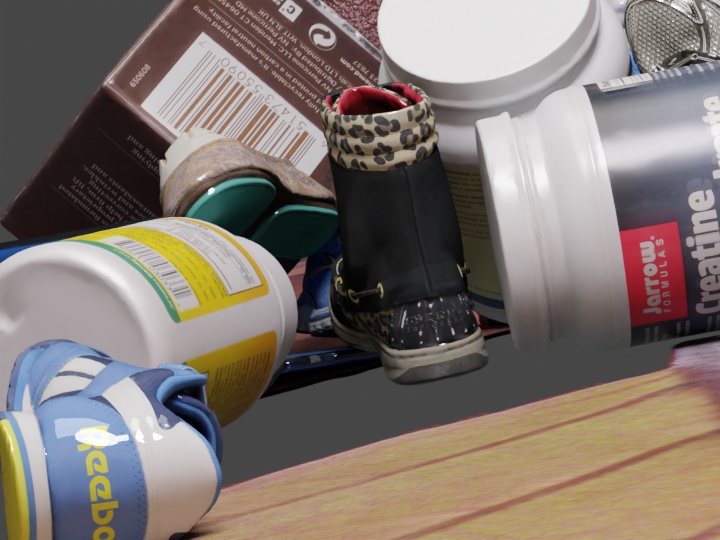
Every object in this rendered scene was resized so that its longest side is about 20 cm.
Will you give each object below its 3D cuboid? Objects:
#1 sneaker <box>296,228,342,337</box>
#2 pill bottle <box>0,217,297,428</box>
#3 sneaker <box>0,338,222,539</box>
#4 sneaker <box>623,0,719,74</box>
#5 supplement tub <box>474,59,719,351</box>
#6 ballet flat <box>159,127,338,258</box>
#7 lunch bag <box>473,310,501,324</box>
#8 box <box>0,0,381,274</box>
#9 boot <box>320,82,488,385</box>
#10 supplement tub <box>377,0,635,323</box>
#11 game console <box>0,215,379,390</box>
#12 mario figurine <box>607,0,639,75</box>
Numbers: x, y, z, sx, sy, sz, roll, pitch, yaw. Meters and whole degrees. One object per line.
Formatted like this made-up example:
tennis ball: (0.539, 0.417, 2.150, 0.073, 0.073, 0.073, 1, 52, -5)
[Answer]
sneaker: (0.000, 0.000, 1.630, 0.078, 0.090, 0.200, 4, 0, -16)
pill bottle: (-0.105, 0.033, 1.266, 0.112, 0.113, 0.200, -9, 4, 21)
sneaker: (-0.093, 0.069, 0.979, 0.082, 0.074, 0.200, -9, 10, -3)
sneaker: (0.205, -0.076, 1.452, 0.078, 0.201, 0.085, -35, -12, 39)
supplement tub: (0.168, -0.036, 1.339, 0.199, 0.141, 0.140, -11, 3, 1)
ballet flat: (-0.075, -0.044, 1.429, 0.068, 0.067, 0.200, -44, -17, 8)
lunch bag: (0.160, -0.016, 1.663, 0.199, 0.076, 0.160, -12, 5, -39)
box: (-0.098, -0.073, 1.660, 0.164, 0.166, 0.200, -55, 7, -37)
boot: (0.015, -0.032, 1.420, 0.073, 0.155, 0.204, -14, 15, -9)
supplement tub: (0.092, -0.081, 1.478, 0.144, 0.200, 0.145, -10, 47, 10)
game console: (-0.110, 0.021, 1.553, 0.199, 0.171, 0.118, -8, 30, 42)
mario figurine: (0.126, -0.141, 1.615, 0.199, 0.107, 0.123, 4, -4, 2)
